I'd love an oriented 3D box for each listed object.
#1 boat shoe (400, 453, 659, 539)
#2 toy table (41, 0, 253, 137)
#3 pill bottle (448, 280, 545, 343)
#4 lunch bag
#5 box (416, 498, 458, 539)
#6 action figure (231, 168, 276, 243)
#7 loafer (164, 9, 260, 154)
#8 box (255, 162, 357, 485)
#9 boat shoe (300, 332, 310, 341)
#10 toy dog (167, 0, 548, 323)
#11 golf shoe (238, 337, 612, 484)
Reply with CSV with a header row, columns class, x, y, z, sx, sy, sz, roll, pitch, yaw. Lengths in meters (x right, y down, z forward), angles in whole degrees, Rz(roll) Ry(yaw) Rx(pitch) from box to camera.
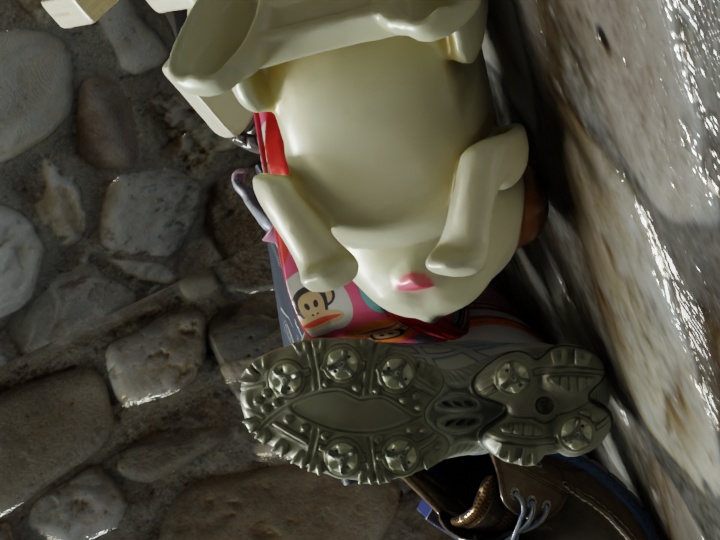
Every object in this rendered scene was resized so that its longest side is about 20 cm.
class,x,y,z,sx,sy,sz,roll,pitch,yaw
boat shoe,0.078,0.130,1.046,0.200,0.072,0.072,31,-153,5
toy table,-0.089,-0.173,0.930,0.184,0.117,0.200,46,162,-11
pill bottle,0.058,0.059,1.190,0.200,0.113,0.113,-122,8,-67
lunch bag,-0.007,-0.056,1.019,0.176,0.082,0.200,22,-125,-67
box,0.103,0.183,1.206,0.200,0.032,0.121,31,176,2
action figure,-0.002,-0.057,1.244,0.149,0.134,0.200,44,150,47
loafer,-0.077,-0.161,1.140,0.071,0.073,0.200,1,-124,-50
box,0.003,0.028,1.457,0.197,0.117,0.200,-120,19,-57
boat shoe,0.000,0.000,1.126,0.070,0.200,0.071,21,175,-19
toy dog,0.010,-0.065,0.852,0.194,0.139,0.200,-97,-13,-53
golf shoe,0.034,0.072,0.994,0.097,0.199,0.079,-87,0,-86
